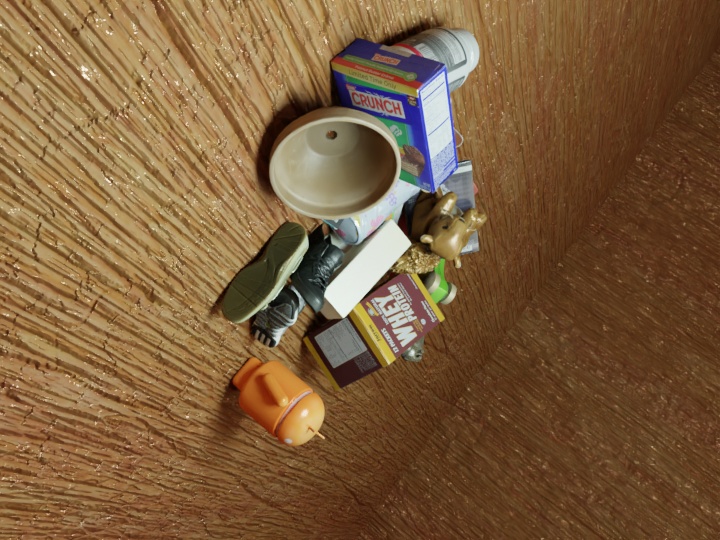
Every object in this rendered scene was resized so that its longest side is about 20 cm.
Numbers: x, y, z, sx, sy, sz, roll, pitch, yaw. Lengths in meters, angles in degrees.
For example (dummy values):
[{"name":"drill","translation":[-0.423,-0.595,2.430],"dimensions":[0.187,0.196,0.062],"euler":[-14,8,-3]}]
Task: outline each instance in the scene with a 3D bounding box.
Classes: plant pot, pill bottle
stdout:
[{"name":"plant pot","translation":[-0.042,-0.181,1.395],"dimensions":[0.198,0.093,0.202],"euler":[-5,138,-4]},{"name":"pill bottle","translation":[0.114,-0.340,1.525],"dimensions":[0.199,0.110,0.111],"euler":[-34,152,-43]}]

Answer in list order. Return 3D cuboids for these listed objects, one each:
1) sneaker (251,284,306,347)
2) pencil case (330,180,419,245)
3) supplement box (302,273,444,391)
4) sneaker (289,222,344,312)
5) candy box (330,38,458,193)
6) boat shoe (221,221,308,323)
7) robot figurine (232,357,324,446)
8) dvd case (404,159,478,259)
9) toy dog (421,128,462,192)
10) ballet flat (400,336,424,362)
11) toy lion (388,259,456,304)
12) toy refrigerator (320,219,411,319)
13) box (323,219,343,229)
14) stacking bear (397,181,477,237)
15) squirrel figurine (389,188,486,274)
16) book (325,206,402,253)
[{"name":"sneaker","translation":[-0.132,0.052,1.640],"dimensions":[0.116,0.075,0.200],"euler":[-51,180,-31]},{"name":"pencil case","translation":[0.029,-0.133,1.700],"dimensions":[0.200,0.083,0.091],"euler":[-43,157,-29]},{"name":"supplement box","translation":[0.027,0.121,1.904],"dimensions":[0.197,0.134,0.200],"euler":[-34,-179,-41]},{"name":"sneaker","translation":[-0.072,-0.007,1.578],"dimensions":[0.104,0.200,0.060],"euler":[-37,117,0]},{"name":"candy box","translation":[0.056,-0.238,1.411],"dimensions":[0.077,0.168,0.201],"euler":[-45,143,-28]},{"name":"boat shoe","translation":[-0.155,0.011,1.537],"dimensions":[0.202,0.073,0.063],"euler":[-56,158,-18]},{"name":"robot figurine","translation":[-0.150,0.250,1.729],"dimensions":[0.116,0.199,0.145],"euler":[-30,150,-48]},{"name":"dvd case","translation":[0.165,-0.119,1.886],"dimensions":[0.147,0.016,0.202],"euler":[-12,115,-8]},{"name":"toy dog","translation":[0.150,-0.244,1.759],"dimensions":[0.095,0.133,0.201],"euler":[-4,142,-27]},{"name":"ballet flat","translation":[0.124,0.148,2.044],"dimensions":[0.068,0.046,0.200],"euler":[-51,-172,23]},{"name":"toy lion","translation":[0.126,0.015,2.019],"dimensions":[0.191,0.068,0.202],"euler":[-38,-147,38]},{"name":"toy refrigerator","translation":[0.000,0.000,1.695],"dimensions":[0.200,0.070,0.076],"euler":[-48,-164,-22]},{"name":"box","translation":[-0.015,-0.174,1.584],"dimensions":[0.201,0.049,0.082],"euler":[-56,159,2]},{"name":"stacking bear","translation":[0.145,-0.129,1.943],"dimensions":[0.200,0.114,0.121],"euler":[-49,160,-2]},{"name":"squirrel figurine","translation":[0.148,-0.053,1.790],"dimensions":[0.200,0.141,0.187],"euler":[-46,-165,17]},{"name":"book","translation":[0.001,-0.065,1.802],"dimensions":[0.200,0.048,0.134],"euler":[-41,157,-28]}]
